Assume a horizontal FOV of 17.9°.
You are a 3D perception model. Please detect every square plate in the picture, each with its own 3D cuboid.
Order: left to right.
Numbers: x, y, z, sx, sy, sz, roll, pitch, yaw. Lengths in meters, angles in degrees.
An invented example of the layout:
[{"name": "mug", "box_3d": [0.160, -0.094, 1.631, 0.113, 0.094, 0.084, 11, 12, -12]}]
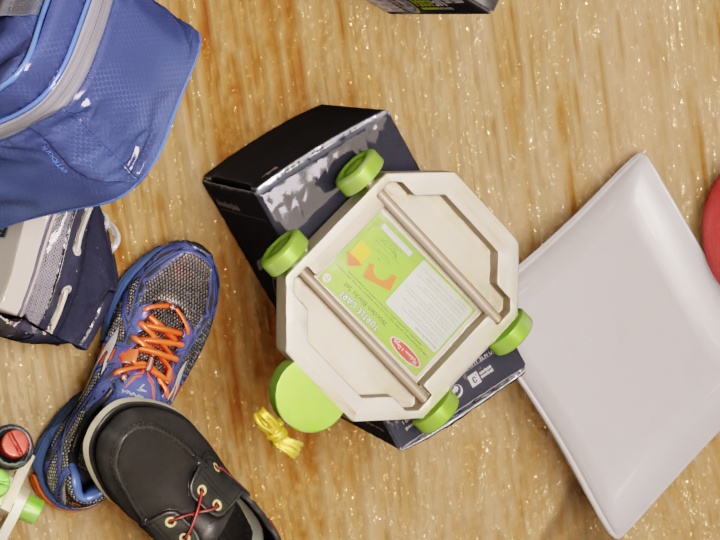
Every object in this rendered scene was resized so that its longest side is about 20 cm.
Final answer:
[{"name": "square plate", "box_3d": [0.183, 0.051, 1.611, 0.198, 0.028, 0.200, -41, 108, -32]}]

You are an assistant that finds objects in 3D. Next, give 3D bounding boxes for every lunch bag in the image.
[{"name": "lunch bag", "box_3d": [-0.214, -0.119, 1.370, 0.132, 0.199, 0.136, 41, 52, -36]}]

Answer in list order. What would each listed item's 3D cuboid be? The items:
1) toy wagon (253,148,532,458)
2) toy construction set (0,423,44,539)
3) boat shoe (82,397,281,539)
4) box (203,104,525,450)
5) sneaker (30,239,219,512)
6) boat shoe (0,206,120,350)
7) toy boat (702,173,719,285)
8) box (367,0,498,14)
[{"name": "toy wagon", "box_3d": [0.007, 0.030, 1.418, 0.200, 0.040, 0.155, -46, 106, -8]}, {"name": "toy construction set", "box_3d": [-0.282, 0.147, 1.464, 0.200, 0.092, 0.132, 34, 65, -25]}, {"name": "boat shoe", "box_3d": [-0.109, 0.151, 1.489, 0.074, 0.063, 0.202, -46, 136, -10]}, {"name": "box", "box_3d": [0.000, 0.000, 1.510, 0.104, 0.148, 0.201, -32, 105, -12]}, {"name": "sneaker", "box_3d": [-0.145, 0.074, 1.507, 0.075, 0.078, 0.201, 26, 88, -19]}, {"name": "boat shoe", "box_3d": [-0.193, -0.044, 1.493, 0.093, 0.074, 0.201, 29, 76, -46]}, {"name": "toy boat", "box_3d": [0.324, -0.014, 1.587, 0.130, 0.200, 0.131, -38, 151, -7]}, {"name": "box", "box_3d": [0.068, -0.245, 1.477, 0.044, 0.200, 0.161, 28, 87, -19]}]
